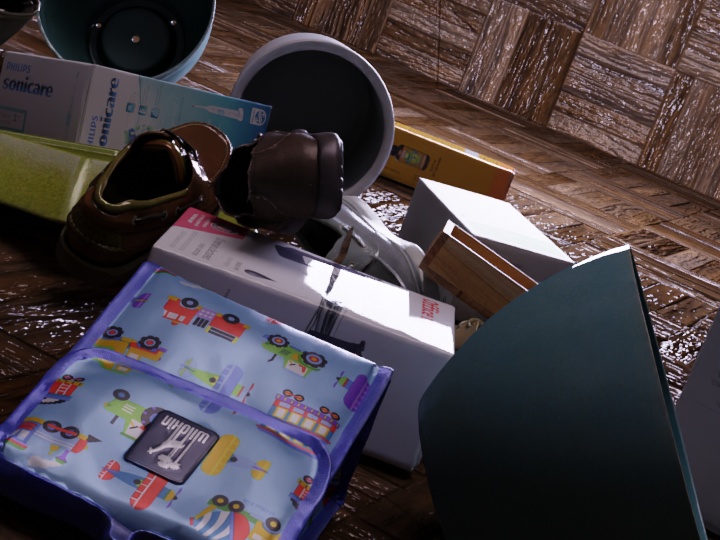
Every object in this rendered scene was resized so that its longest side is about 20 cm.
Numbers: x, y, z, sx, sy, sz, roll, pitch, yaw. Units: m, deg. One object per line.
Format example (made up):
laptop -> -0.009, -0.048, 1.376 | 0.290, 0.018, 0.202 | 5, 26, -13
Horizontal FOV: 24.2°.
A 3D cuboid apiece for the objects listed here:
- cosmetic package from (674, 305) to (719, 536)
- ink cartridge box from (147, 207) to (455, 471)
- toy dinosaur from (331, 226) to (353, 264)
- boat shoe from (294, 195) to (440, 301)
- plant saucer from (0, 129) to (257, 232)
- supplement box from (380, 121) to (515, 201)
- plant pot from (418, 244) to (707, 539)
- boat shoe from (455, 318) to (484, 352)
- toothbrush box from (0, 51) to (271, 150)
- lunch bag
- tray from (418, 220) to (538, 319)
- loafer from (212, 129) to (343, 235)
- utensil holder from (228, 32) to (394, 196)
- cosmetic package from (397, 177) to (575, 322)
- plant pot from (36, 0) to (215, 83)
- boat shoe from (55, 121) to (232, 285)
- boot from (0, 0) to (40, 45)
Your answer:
cosmetic package -> 0.329, 0.098, 1.188 | 0.165, 0.201, 0.165 | 28, 14, 25
ink cartridge box -> -0.042, 0.041, 1.089 | 0.199, 0.085, 0.145 | 21, 12, -1
toy dinosaur -> -0.068, 0.008, 1.214 | 0.199, 0.061, 0.106 | -5, -5, 27
boat shoe -> 0.000, -0.001, 1.411 | 0.071, 0.070, 0.201 | -11, 31, -23
plant saucer -> -0.202, -0.067, 1.289 | 0.200, 0.048, 0.199 | 18, 7, 42
supplement box -> 0.088, -0.131, 2.075 | 0.199, 0.067, 0.069 | 22, 12, 0
plant pot -> 0.108, 0.100, 0.924 | 0.134, 0.201, 0.200 | -15, 8, 10
boat shoe -> 0.086, 0.072, 1.189 | 0.076, 0.074, 0.200 | 10, 17, -42
toothbrush box -> -0.204, -0.131, 1.492 | 0.200, 0.086, 0.146 | 10, 3, -45
lunch bag -> -0.089, 0.095, 0.834 | 0.150, 0.094, 0.200 | 24, 25, 7
tray -> 0.096, 0.007, 1.293 | 0.099, 0.037, 0.200 | 36, 6, 1
loafer -> -0.066, -0.065, 1.136 | 0.071, 0.073, 0.200 | 2, -5, -15
utensil holder -> -0.057, -0.162, 1.740 | 0.169, 0.170, 0.200 | 19, 10, -8
cosmetic package -> 0.111, -0.012, 1.565 | 0.107, 0.085, 0.200 | 14, 15, -18
plant pot -> -0.262, -0.283, 1.920 | 0.200, 0.201, 0.134 | 22, -14, 5
boat shoe -> -0.135, -0.061, 1.169 | 0.072, 0.068, 0.200 | 30, 36, 3
boot -> -0.365, -0.180, 1.269 | 0.181, 0.073, 0.200 | 11, -25, -34
